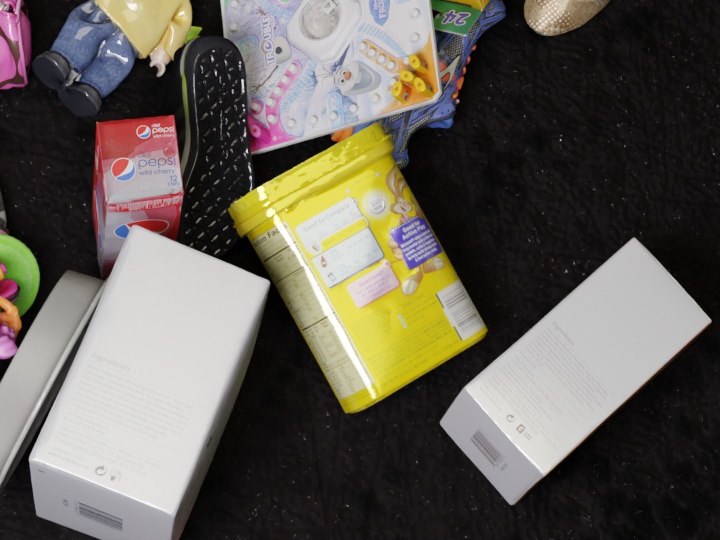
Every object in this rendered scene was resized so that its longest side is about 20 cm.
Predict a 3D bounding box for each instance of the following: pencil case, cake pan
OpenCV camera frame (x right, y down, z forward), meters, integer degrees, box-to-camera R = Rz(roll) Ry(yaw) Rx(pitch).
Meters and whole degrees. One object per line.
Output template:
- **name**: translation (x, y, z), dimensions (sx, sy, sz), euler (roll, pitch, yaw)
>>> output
- **pencil case**: translation (-0.380, -0.202, 1.735), dimensions (0.198, 0.094, 0.092), euler (-2, 72, -8)
- **cake pan**: translation (-0.254, 0.085, 1.600), dimensions (0.037, 0.200, 0.201), euler (28, 70, -4)

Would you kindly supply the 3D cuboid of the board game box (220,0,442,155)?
- **board game box**: translation (-0.035, -0.218, 1.767), dimensions (0.198, 0.026, 0.202), euler (-14, 72, 23)

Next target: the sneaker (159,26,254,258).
- **sneaker**: translation (-0.135, -0.107, 1.756), dimensions (0.071, 0.083, 0.202), euler (3, 94, -30)

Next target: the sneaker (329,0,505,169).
- **sneaker**: translation (0.061, -0.164, 1.804), dimensions (0.078, 0.075, 0.200), euler (45, 78, -4)

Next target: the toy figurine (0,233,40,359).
- **toy figurine**: translation (-0.324, 0.057, 1.584), dimensions (0.198, 0.184, 0.151), euler (-17, 116, -16)

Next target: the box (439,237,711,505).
- **box**: translation (0.177, 0.085, 1.702), dimensions (0.200, 0.125, 0.098), euler (-40, 81, -17)

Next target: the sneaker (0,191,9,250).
- **sneaker**: translation (-0.386, -0.043, 1.698), dimensions (0.198, 0.079, 0.096), euler (0, 66, -16)

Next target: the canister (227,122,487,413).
- **canister**: translation (0.000, 0.000, 1.709), dimensions (0.148, 0.087, 0.201), euler (-29, 90, -14)

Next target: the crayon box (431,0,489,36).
- **crayon box**: translation (0.082, -0.301, 1.807), dimensions (0.125, 0.052, 0.201), euler (15, 55, 29)

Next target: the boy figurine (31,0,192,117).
- **boy figurine**: translation (-0.201, -0.233, 1.780), dimensions (0.124, 0.064, 0.201), euler (43, 68, -17)

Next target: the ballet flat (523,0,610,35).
- **ballet flat**: translation (0.226, -0.292, 1.863), dimensions (0.070, 0.065, 0.200), euler (43, 72, 7)

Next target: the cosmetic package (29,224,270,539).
- **cosmetic package**: translation (-0.165, 0.103, 1.609), dimensions (0.122, 0.200, 0.201), euler (20, 71, 0)

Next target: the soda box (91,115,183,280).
- **soda box**: translation (-0.182, -0.056, 1.657), dimensions (0.063, 0.200, 0.071), euler (-6, 73, -11)
